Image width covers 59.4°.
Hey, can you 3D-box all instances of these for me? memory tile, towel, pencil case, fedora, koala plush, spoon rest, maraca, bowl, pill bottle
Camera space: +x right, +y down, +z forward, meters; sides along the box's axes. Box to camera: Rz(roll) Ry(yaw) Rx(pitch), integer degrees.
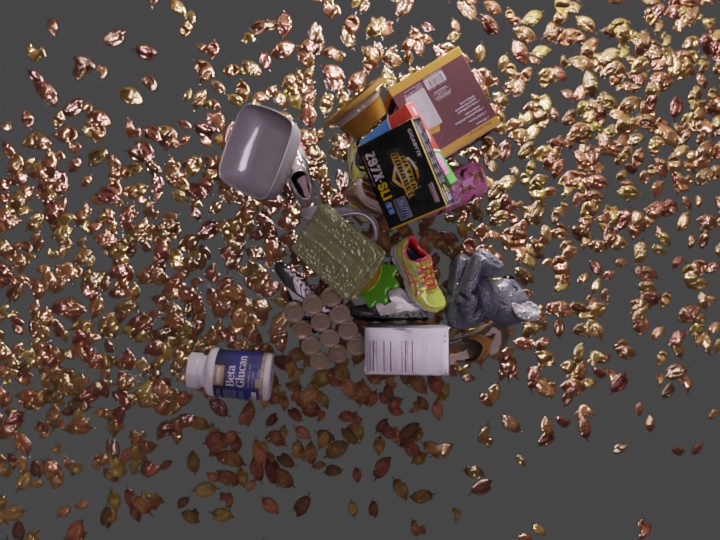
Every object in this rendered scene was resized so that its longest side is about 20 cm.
[{"bbox_3d":[-0.084,0.140,1.501,0.150,0.017,0.203,-23,117,6],"label":"memory tile"},{"bbox_3d":[-0.051,-0.041,1.433,0.199,0.036,0.150,39,101,10],"label":"towel"},{"bbox_3d":[0.209,-0.192,1.522,0.196,0.087,0.084,-20,60,-2],"label":"pencil case"},{"bbox_3d":[0.001,-0.361,1.462,0.200,0.201,0.082,-39,104,-1],"label":"fedora"},{"bbox_3d":[0.311,0.071,1.483,0.196,0.177,0.188,19,83,-13],"label":"koala plush"},{"bbox_3d":[-0.048,-0.125,1.501,0.195,0.100,0.062,14,114,5],"label":"spoon rest"},{"bbox_3d":[0.000,0.000,1.493,0.198,0.107,0.138,36,93,15],"label":"maraca"},{"bbox_3d":[-0.226,-0.273,1.475,0.198,0.074,0.204,28,100,33],"label":"bowl"},{"bbox_3d":[-0.306,0.243,1.491,0.195,0.111,0.114,5,90,-2],"label":"pill bottle"}]

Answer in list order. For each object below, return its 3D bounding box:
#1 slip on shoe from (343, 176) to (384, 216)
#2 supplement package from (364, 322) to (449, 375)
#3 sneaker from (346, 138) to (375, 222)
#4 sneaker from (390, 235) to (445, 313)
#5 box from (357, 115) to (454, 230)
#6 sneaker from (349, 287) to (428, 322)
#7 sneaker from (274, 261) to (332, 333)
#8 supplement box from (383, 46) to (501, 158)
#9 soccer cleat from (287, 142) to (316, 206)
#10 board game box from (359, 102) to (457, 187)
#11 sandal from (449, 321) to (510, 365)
[{"bbox_3d":[0.040,-0.160,1.483,0.060,0.198,0.078,-20,68,34],"label":"slip on shoe"},{"bbox_3d":[0.112,0.184,1.490,0.195,0.114,0.113,-1,90,9],"label":"supplement package"},{"bbox_3d":[0.000,-0.216,1.516,0.074,0.076,0.205,-9,93,-4],"label":"sneaker"},{"bbox_3d":[0.143,0.007,1.487,0.077,0.091,0.202,-24,74,-33],"label":"sneaker"},{"bbox_3d":[0.098,-0.212,1.394,0.158,0.049,0.204,-19,97,38],"label":"box"},{"bbox_3d":[0.065,0.078,1.529,0.195,0.074,0.091,-1,78,-6],"label":"sneaker"},{"bbox_3d":[-0.148,0.071,1.518,0.090,0.066,0.200,-43,94,-3],"label":"sneaker"},{"bbox_3d":[0.189,-0.372,1.493,0.195,0.133,0.203,-30,91,-2],"label":"supplement box"},{"bbox_3d":[-0.156,-0.253,1.506,0.067,0.085,0.204,-19,91,-1],"label":"soccer cleat"},{"bbox_3d":[0.106,-0.249,1.429,0.152,0.040,0.203,-31,90,37],"label":"board game box"},{"bbox_3d":[0.276,0.186,1.538,0.196,0.054,0.082,-18,90,-1],"label":"sandal"}]
